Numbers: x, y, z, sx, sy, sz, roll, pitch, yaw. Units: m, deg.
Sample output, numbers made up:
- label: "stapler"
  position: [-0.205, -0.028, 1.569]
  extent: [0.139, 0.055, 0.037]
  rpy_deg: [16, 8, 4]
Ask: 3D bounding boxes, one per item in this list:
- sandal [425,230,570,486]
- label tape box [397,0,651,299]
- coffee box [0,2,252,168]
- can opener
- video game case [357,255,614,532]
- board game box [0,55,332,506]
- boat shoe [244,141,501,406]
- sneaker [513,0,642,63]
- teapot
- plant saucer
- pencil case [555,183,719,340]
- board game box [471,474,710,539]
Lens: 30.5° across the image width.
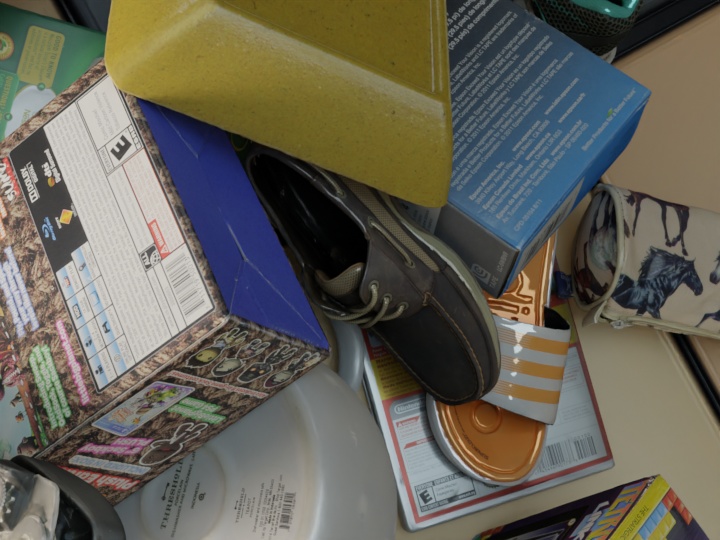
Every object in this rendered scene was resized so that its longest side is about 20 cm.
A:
- label: "sandal"
  position: [0.088, 0.024, 0.791]
  extent: [0.079, 0.059, 0.207]
  rpy_deg: [7, 82, -12]
- label: "label tape box"
  position: [0.049, -0.101, 0.792]
  extent: [0.200, 0.063, 0.144]
  rpy_deg: [37, 64, 14]
- label: "coffee box"
  position: [-0.152, -0.075, 0.771]
  extent: [0.199, 0.044, 0.123]
  rpy_deg: [14, 80, -12]
- label: "can opener"
  position: [-0.182, 0.097, 0.584]
  extent: [0.067, 0.200, 0.054]
  rpy_deg: [23, 83, -46]
- label: "video game case"
  position: [0.067, 0.046, 0.824]
  extent: [0.143, 0.017, 0.201]
  rpy_deg: [-15, 87, -14]
- label: "board game box"
  position: [-0.143, 0.023, 0.663]
  extent: [0.200, 0.097, 0.160]
  rpy_deg: [-35, 63, 16]
- label: "boat shoe"
  position: [0.000, 0.000, 0.733]
  extent: [0.200, 0.074, 0.073]
  rpy_deg: [52, 42, -5]
- label: "sneaker"
  position: [0.113, -0.220, 0.820]
  extent: [0.077, 0.091, 0.200]
  rpy_deg: [-35, 92, -16]
- label: "teapot"
  position: [-0.053, 0.132, 0.723]
  extent: [0.200, 0.146, 0.198]
  rpy_deg: [-43, 55, 12]
- label: "plant saucer"
  position: [-0.025, -0.152, 0.692]
  extent: [0.199, 0.048, 0.201]
  rpy_deg: [20, 53, -28]
- label: "pencil case"
  position: [0.226, 0.011, 0.827]
  extent: [0.199, 0.078, 0.090]
  rpy_deg: [14, 84, -16]
- label: "board game box"
  position: [0.073, 0.204, 0.697]
  extent: [0.200, 0.165, 0.057]
  rpy_deg: [-39, 95, -39]
